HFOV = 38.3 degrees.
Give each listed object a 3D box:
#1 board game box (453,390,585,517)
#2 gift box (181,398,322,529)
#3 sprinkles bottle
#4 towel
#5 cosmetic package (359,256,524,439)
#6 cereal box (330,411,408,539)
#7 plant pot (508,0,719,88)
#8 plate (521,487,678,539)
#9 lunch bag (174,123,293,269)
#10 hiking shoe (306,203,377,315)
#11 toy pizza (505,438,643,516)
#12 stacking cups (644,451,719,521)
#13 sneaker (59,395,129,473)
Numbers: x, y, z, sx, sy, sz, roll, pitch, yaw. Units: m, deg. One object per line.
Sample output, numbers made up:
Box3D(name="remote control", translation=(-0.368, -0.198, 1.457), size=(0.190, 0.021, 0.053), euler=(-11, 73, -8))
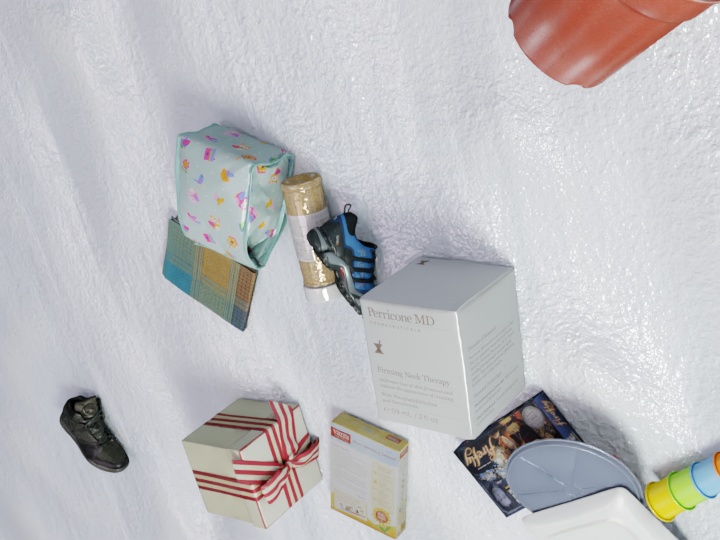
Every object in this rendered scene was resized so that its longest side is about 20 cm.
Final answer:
Box3D(name="board game box", translation=(0.250, 0.284, 1.585), size=(0.136, 0.035, 0.200), euler=(50, 134, 4))
Box3D(name="gift box", translation=(-0.195, 0.335, 1.867), size=(0.186, 0.185, 0.200), euler=(2, 121, 40))
Box3D(name="sprinkles bottle", translation=(-0.074, -0.050, 1.638), size=(0.068, 0.068, 0.201), euler=(4, 115, 37))
Box3D(name="towel", translation=(-0.271, 0.006, 1.861), size=(0.200, 0.022, 0.147), euler=(32, 131, 19))
Box3D(name="cosmetic package", translation=(0.122, 0.106, 1.499), size=(0.167, 0.166, 0.201), euler=(7, 116, 36))
Box3D(name="cereal box", translation=(0.014, 0.358, 1.811), size=(0.144, 0.040, 0.200), euler=(20, 124, 29))
Box3D(name="plant pot", translation=(0.276, -0.316, 1.141), size=(0.201, 0.201, 0.195), euler=(51, 142, 4))
Box3D(name="plate", translation=(0.367, 0.410, 1.521), size=(0.200, 0.032, 0.200), euler=(44, 135, -15))
Box3D(name="lunch bag", translation=(-0.209, -0.114, 1.677), size=(0.170, 0.122, 0.200), euler=(23, 120, 27))
Box3D(name="hiking shoe", translation=(0.000, 0.000, 1.602), size=(0.200, 0.087, 0.074), euler=(59, 174, -31))
Box3D(name="toy pizza", translation=(0.309, 0.306, 1.501), size=(0.200, 0.032, 0.201), euler=(14, 135, 15))
Box3D(name="stacking cups", translation=(0.472, 0.270, 1.390), size=(0.061, 0.060, 0.200), euler=(49, 130, 6))
Box3D(name="sneaker", translation=(-0.576, 0.349, 2.252), size=(0.199, 0.076, 0.114), euler=(45, 140, 18))
